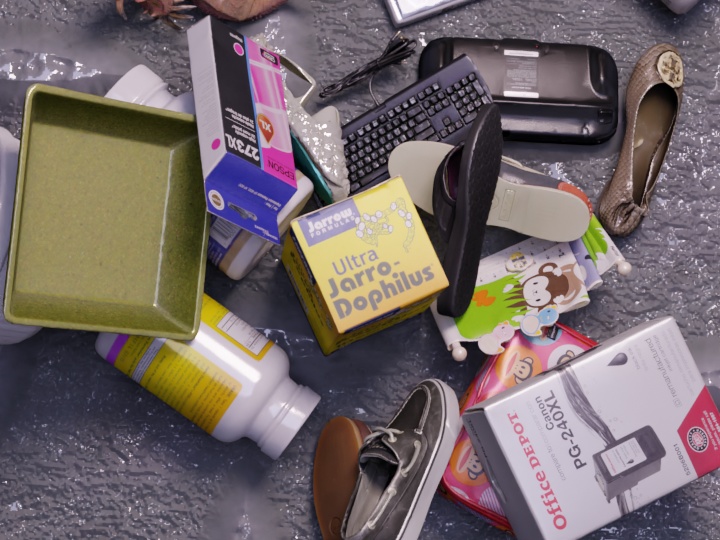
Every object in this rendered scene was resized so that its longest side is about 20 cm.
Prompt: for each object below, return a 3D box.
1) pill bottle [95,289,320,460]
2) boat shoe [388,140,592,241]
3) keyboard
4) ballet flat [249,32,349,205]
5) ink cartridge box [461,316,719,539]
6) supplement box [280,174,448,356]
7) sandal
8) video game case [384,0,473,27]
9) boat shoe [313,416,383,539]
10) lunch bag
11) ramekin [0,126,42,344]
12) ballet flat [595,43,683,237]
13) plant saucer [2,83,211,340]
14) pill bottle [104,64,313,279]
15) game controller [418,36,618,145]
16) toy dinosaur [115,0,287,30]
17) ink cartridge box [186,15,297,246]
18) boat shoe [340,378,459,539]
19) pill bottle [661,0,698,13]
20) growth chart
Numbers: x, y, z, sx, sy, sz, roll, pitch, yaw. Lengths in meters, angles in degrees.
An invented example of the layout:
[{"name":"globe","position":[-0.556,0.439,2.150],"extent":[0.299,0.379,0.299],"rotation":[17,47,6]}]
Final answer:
[{"name":"pill bottle","position":[-0.138,0.089,1.618],"extent":[0.200,0.104,0.104],"rotation":[36,80,1]},{"name":"boat shoe","position":[0.124,-0.079,1.665],"extent":[0.200,0.063,0.071],"rotation":[17,111,2]},{"name":"keyboard","position":[0.023,-0.149,1.685],"extent":[0.200,0.021,0.127],"rotation":[-31,85,6]},{"name":"ballet flat","position":[-0.060,-0.151,1.660],"extent":[0.072,0.072,0.200],"rotation":[-36,72,-9]},{"name":"ink cartridge box","position":[0.214,0.149,1.574],"extent":[0.200,0.083,0.145],"rotation":[-25,89,-12]},{"name":"supplement box","position":[0.000,0.000,1.595],"extent":[0.109,0.200,0.110],"rotation":[-24,84,-8]},{"name":"sandal","position":[0.088,-0.057,1.604],"extent":[0.048,0.075,0.200],"rotation":[15,99,22]},{"name":"video game case","position":[0.083,-0.364,1.746],"extent":[0.182,0.023,0.200],"rotation":[-21,84,-7]},{"name":"boat shoe","position":[0.002,0.237,1.631],"extent":[0.070,0.070,0.200],"rotation":[11,68,-40]},{"name":"lunch bag","position":[0.176,0.158,1.651],"extent":[0.176,0.082,0.200],"rotation":[29,79,-5]},{"name":"ramekin","position":[-0.327,-0.025,1.578],"extent":[0.094,0.202,0.202],"rotation":[19,79,-33]},{"name":"ballet flat","position":[0.281,-0.127,1.707],"extent":[0.067,0.046,0.200],"rotation":[24,81,-27]},{"name":"plant saucer","position":[-0.223,-0.047,1.511],"extent":[0.200,0.048,0.200],"rotation":[8,87,-41]},{"name":"pill bottle","position":[-0.155,-0.096,1.636],"extent":[0.200,0.120,0.120],"rotation":[40,80,2]},{"name":"game controller","position":[0.157,-0.178,1.723],"extent":[0.200,0.042,0.104],"rotation":[3,67,-5]},{"name":"toy dinosaur","position":[-0.143,-0.278,1.688],"extent":[0.200,0.086,0.136],"rotation":[22,91,-18]},{"name":"ink cartridge box","position":[-0.104,-0.126,1.560],"extent":[0.037,0.095,0.200],"rotation":[-27,55,31]},{"name":"boat shoe","position":[0.035,0.173,1.586],"extent":[0.064,0.071,0.200],"rotation":[41,49,-27]},{"name":"pill bottle","position":[0.282,-0.356,1.719],"extent":[0.200,0.109,0.109],"rotation":[44,80,2]},{"name":"growth chart","position":[0.156,0.011,1.656],"extent":[0.200,0.145,0.018],"rotation":[-25,128,-7]}]
